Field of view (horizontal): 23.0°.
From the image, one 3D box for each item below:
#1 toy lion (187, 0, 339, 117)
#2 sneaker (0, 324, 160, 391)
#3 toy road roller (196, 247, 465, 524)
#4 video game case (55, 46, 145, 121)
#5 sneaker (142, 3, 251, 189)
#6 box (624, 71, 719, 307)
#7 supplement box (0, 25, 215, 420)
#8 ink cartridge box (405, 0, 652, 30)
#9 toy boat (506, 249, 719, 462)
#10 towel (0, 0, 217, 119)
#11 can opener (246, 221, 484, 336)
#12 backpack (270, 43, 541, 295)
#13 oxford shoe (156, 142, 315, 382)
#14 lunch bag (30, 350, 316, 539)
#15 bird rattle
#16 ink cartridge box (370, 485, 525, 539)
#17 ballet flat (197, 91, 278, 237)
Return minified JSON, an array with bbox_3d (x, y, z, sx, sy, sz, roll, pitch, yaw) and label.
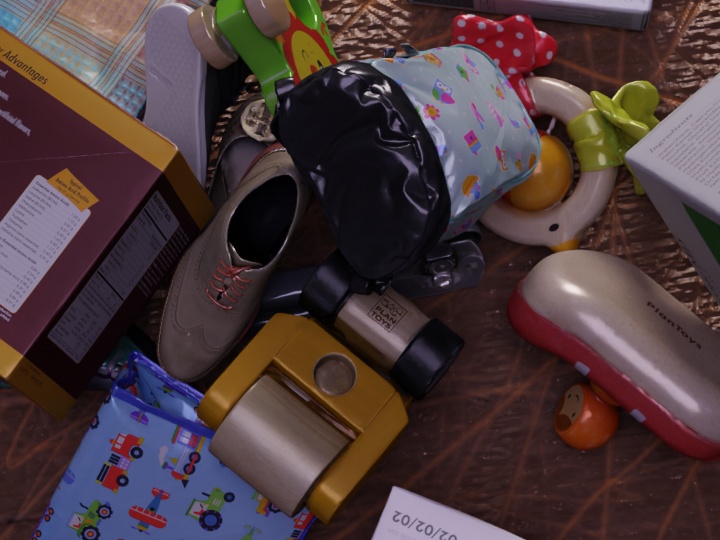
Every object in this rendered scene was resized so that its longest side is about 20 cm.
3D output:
[{"bbox_3d":[-0.052,-0.169,1.368,0.068,0.192,0.201,-26,39,19],"label":"toy lion"},{"bbox_3d":[-0.250,0.066,1.401,0.199,0.075,0.088,25,117,1],"label":"sneaker"},{"bbox_3d":[-0.023,0.096,1.311,0.123,0.146,0.200,38,65,9],"label":"toy road roller"},{"bbox_3d":[-0.250,-0.083,1.434,0.180,0.023,0.202,3,81,5],"label":"video game case"},{"bbox_3d":[-0.129,-0.115,1.394,0.070,0.099,0.202,16,110,21],"label":"sneaker"},{"bbox_3d":[0.340,-0.053,1.265,0.200,0.171,0.199,-40,118,-1],"label":"box"},{"bbox_3d":[-0.250,-0.039,1.292,0.197,0.133,0.201,34,80,16],"label":"supplement box"},{"bbox_3d":[0.143,-0.292,1.423,0.198,0.044,0.175,8,77,7],"label":"ink cartridge box"},{"bbox_3d":[0.190,0.081,1.334,0.200,0.130,0.131,40,117,7],"label":"toy boat"},{"bbox_3d":[-0.231,-0.216,1.438,0.199,0.022,0.147,28,76,12],"label":"towel"},{"bbox_3d":[0.000,0.000,1.395,0.198,0.054,0.067,-10,48,4],"label":"can opener"},{"bbox_3d":[0.042,-0.085,1.277,0.126,0.200,0.168,-22,91,29],"label":"backpack"},{"bbox_3d":[-0.098,-0.001,1.292,0.070,0.075,0.201,27,104,-3],"label":"oxford shoe"},{"bbox_3d":[-0.125,0.181,1.332,0.199,0.094,0.151,29,104,-5],"label":"lunch bag"},{"bbox_3d":[0.136,-0.103,1.369,0.199,0.113,0.164,26,100,11],"label":"bird rattle"},{"bbox_3d":[0.067,0.208,1.271,0.114,0.200,0.068,21,83,7],"label":"ink cartridge box"},{"bbox_3d":[-0.099,-0.049,1.403,0.067,0.046,0.201,20,83,7],"label":"ballet flat"}]
